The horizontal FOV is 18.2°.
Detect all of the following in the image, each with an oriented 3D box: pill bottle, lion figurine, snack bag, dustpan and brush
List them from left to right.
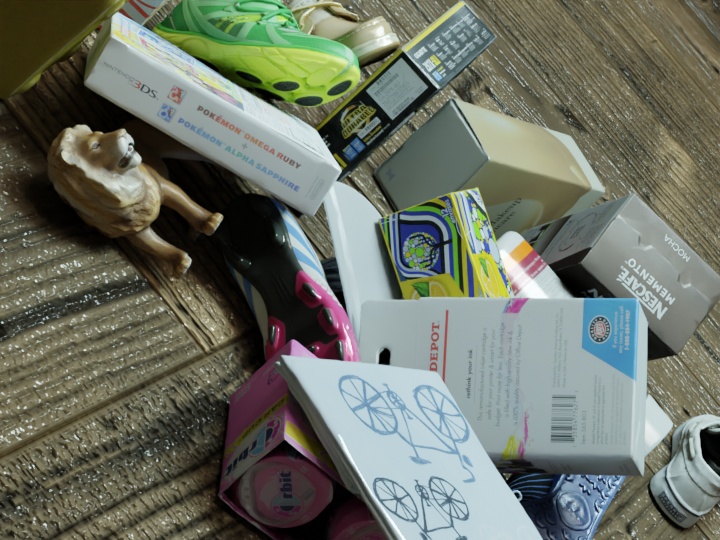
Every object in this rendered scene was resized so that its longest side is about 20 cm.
[{"bbox_3d":[-0.152,-0.066,1.553,0.122,0.073,0.200,36,11,-8],"label":"lion figurine"},{"bbox_3d":[0.000,0.000,1.698,0.200,0.057,0.140,-10,87,-66],"label":"dustpan and brush"},{"bbox_3d":[0.045,0.139,1.441,0.188,0.021,0.200,10,42,-57],"label":"snack bag"},{"bbox_3d":[0.146,0.076,1.770,0.200,0.110,0.110,49,24,2],"label":"pill bottle"}]

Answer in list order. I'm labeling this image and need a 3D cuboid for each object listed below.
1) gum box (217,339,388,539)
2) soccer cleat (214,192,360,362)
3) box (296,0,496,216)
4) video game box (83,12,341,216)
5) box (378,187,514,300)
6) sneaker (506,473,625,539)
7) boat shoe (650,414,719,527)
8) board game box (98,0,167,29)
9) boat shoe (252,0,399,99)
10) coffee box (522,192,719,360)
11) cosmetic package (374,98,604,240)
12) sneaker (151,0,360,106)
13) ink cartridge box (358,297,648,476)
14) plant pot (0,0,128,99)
[{"bbox_3d":[0.005,0.152,1.466,0.200,0.066,0.114,39,24,-20],"label":"gum box"},{"bbox_3d":[-0.038,0.033,1.576,0.086,0.070,0.201,38,25,-59],"label":"soccer cleat"},{"bbox_3d":[0.019,-0.133,1.814,0.049,0.160,0.200,46,24,-1],"label":"box"},{"bbox_3d":[-0.108,-0.114,1.596,0.182,0.047,0.200,32,6,-11],"label":"video game box"},{"bbox_3d":[0.082,0.044,1.683,0.070,0.064,0.201,-15,86,-68],"label":"box"},{"bbox_3d":[0.124,0.188,1.626,0.070,0.078,0.200,49,45,-2],"label":"sneaker"},{"bbox_3d":[0.307,0.161,1.968,0.072,0.066,0.200,50,24,7],"label":"boat shoe"},{"bbox_3d":[-0.130,-0.268,1.778,0.046,0.151,0.200,44,23,-8],"label":"board game box"},{"bbox_3d":[-0.040,-0.181,1.770,0.074,0.200,0.069,-23,97,-30],"label":"boat shoe"},{"bbox_3d":[0.197,0.015,1.851,0.113,0.080,0.200,43,-19,-9],"label":"coffee box"},{"bbox_3d":[0.115,-0.077,1.964,0.200,0.105,0.071,9,44,-53],"label":"cosmetic package"},{"bbox_3d":[-0.079,-0.180,1.703,0.199,0.084,0.074,18,-16,39],"label":"sneaker"},{"bbox_3d":[0.100,0.082,1.593,0.068,0.199,0.116,50,43,-70],"label":"ink cartridge box"},{"bbox_3d":[-0.243,-0.234,1.499,0.200,0.194,0.196,50,23,-7],"label":"plant pot"}]
